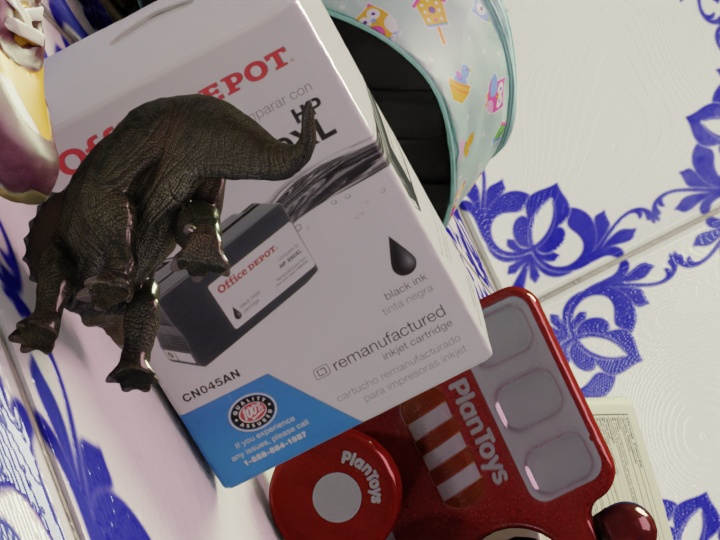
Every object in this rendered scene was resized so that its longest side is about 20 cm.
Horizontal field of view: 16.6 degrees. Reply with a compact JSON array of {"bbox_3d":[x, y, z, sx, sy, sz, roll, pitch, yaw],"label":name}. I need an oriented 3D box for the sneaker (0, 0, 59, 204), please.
[{"bbox_3d":[-0.148,-0.126,0.968,0.201,0.090,0.075,64,6,10],"label":"sneaker"}]

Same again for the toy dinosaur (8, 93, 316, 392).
[{"bbox_3d":[-0.085,-0.023,0.933,0.076,0.200,0.103,14,50,-21],"label":"toy dinosaur"}]

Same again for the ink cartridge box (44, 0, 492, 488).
[{"bbox_3d":[-0.049,-0.024,1.123,0.201,0.144,0.084,60,8,-25],"label":"ink cartridge box"}]

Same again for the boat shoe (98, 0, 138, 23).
[{"bbox_3d":[-0.149,-0.201,1.381,0.200,0.071,0.076,51,32,-26],"label":"boat shoe"}]

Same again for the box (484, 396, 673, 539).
[{"bbox_3d":[0.093,0.148,1.439,0.200,0.108,0.129,7,65,-62],"label":"box"}]

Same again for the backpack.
[{"bbox_3d":[-0.007,-0.116,1.363,0.199,0.153,0.177,25,-40,28],"label":"backpack"}]

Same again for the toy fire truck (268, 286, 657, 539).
[{"bbox_3d":[0.057,0.129,1.261,0.201,0.167,0.112,64,7,5],"label":"toy fire truck"}]
